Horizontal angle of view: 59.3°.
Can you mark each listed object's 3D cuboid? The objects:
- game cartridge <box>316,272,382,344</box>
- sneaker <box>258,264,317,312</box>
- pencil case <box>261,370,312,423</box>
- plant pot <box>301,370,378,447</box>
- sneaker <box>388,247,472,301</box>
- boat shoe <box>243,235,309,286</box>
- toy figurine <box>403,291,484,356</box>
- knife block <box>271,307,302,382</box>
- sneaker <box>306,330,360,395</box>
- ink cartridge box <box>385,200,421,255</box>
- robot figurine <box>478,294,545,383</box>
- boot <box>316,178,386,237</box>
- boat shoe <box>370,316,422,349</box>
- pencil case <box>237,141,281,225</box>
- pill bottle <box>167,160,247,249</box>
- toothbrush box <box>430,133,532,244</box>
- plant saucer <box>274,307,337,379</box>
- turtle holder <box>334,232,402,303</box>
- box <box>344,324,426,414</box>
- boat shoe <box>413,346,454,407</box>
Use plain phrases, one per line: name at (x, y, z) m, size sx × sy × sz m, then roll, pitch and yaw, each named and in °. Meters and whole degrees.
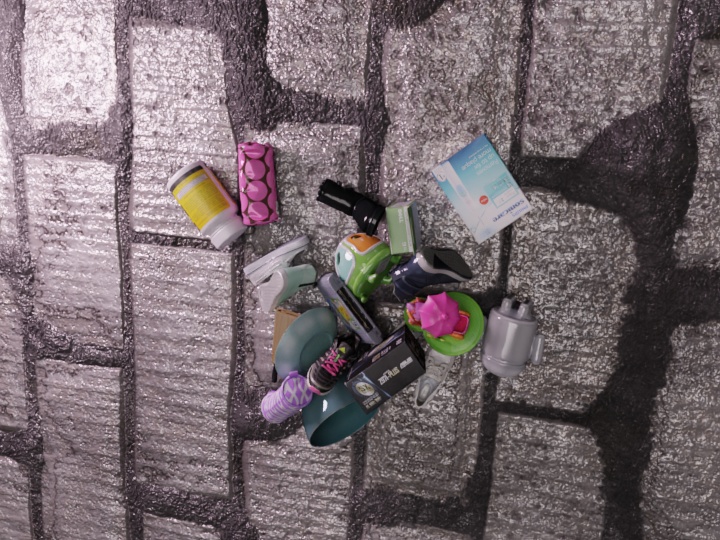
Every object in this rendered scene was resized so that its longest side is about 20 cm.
game cartridge at (-0.030, 0.096, 1.534) m, size 0.040 × 0.133 × 0.201 m, roll -39°, pitch 98°, yaw -13°
sneaker at (-0.179, 0.046, 1.583) m, size 0.200 × 0.117 × 0.075 m, roll -39°, pitch 67°, yaw 55°
pencil case at (-0.182, 0.310, 1.533) m, size 0.200 × 0.083 × 0.086 m, roll -45°, pitch 64°, yaw 54°
plant pot at (-0.068, 0.324, 1.577) m, size 0.200 × 0.199 × 0.135 m, roll -45°, pitch 58°, yaw 17°
sneaker at (0.156, 0.015, 1.474) m, size 0.146 × 0.201 × 0.078 m, roll -39°, pitch 56°, yaw 33°
boat shoe at (-0.201, -0.023, 1.587) m, size 0.198 × 0.074 × 0.066 m, roll -26°, pitch 100°, yaw 26°
toy figurine at (0.165, 0.097, 1.420) m, size 0.198 × 0.184 × 0.152 m, roll 16°, pitch 82°, yaw 24°
knife block at (-0.183, 0.202, 1.573) m, size 0.063 × 0.200 × 0.178 m, roll 14°, pitch 74°, yaw 11°
sneaker at (-0.058, 0.209, 1.494) m, size 0.073 × 0.200 × 0.088 m, roll 37°, pitch 130°, yaw 5°
ink cartridge box at (0.096, -0.096, 1.431) m, size 0.058 × 0.200 × 0.105 m, roll -6°, pitch 100°, yaw 11°
robot figurine at (0.344, 0.161, 1.473) m, size 0.168 × 0.113 × 0.203 m, roll 19°, pitch 105°, yaw 26°
boot at (-0.025, -0.151, 1.455) m, size 0.161 × 0.198 × 0.074 m, roll 27°, pitch 103°, yaw -1°
boat shoe at (0.059, 0.187, 1.566) m, size 0.199 × 0.072 × 0.066 m, roll -38°, pitch 87°, yaw 16°
pencil case at (-0.247, -0.213, 1.545) m, size 0.092 × 0.091 × 0.203 m, roll -2°, pitch 99°, yaw 21°
pill bottle at (-0.376, -0.161, 1.569) m, size 0.114 × 0.114 × 0.201 m, roll -37°, pitch 91°, yaw 17°
toothbrush box at (0.274, -0.185, 1.434) m, size 0.146 × 0.085 × 0.201 m, roll -33°, pitch 94°, yaw 17°
plant saucer at (-0.119, 0.189, 1.543) m, size 0.039 × 0.200 × 0.203 m, roll 31°, pitch 108°, yaw 35°
turtle holder at (0.007, -0.009, 1.517) m, size 0.132 × 0.186 × 0.141 m, roll 41°, pitch 73°, yaw 17°
box at (0.060, 0.219, 1.436) m, size 0.163 × 0.200 × 0.087 m, roll -36°, pitch 92°, yaw 8°
boat shoe at (0.182, 0.248, 1.550) m, size 0.070 × 0.069 × 0.202 m, roll 20°, pitch 104°, yaw 10°
